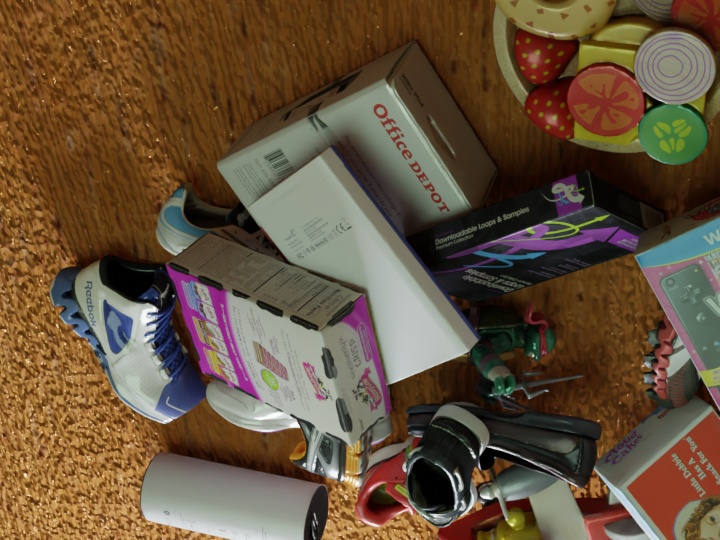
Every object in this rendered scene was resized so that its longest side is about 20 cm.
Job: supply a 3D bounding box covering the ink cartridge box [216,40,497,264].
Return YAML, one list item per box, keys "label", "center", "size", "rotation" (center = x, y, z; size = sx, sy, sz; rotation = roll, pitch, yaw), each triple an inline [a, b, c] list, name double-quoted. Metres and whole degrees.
- label: "ink cartridge box"
  center: [-0.002, -0.090, 1.208]
  size: [0.199, 0.083, 0.147]
  rotation: [-21, 113, 34]

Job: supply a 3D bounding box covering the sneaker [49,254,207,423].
- label: "sneaker"
  center: [-0.221, 0.061, 1.412]
  size: [0.115, 0.081, 0.200]
  rotation: [-29, 107, 38]

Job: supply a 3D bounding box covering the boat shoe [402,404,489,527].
- label: "boat shoe"
  center: [0.069, 0.193, 1.261]
  size: [0.075, 0.060, 0.200]
  rotation: [28, 149, 18]

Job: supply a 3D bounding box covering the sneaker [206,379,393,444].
- label: "sneaker"
  center: [-0.061, 0.117, 1.401]
  size: [0.199, 0.075, 0.100]
  rotation: [5, 112, 15]

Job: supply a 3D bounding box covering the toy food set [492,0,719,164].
- label: "toy food set"
  center: [0.194, -0.174, 1.036]
  size: [0.197, 0.049, 0.201]
  rotation: [10, 127, 18]

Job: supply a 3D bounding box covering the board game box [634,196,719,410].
- label: "board game box"
  center: [0.329, 0.034, 1.086]
  size: [0.147, 0.064, 0.201]
  rotation: [-27, 99, 24]

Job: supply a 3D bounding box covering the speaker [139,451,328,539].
- label: "speaker"
  center: [-0.138, 0.258, 1.515]
  size: [0.199, 0.081, 0.082]
  rotation: [8, 126, 18]

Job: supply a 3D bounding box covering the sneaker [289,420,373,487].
- label: "sneaker"
  center: [-0.028, 0.113, 1.310]
  size: [0.077, 0.078, 0.201]
  rotation: [6, 108, 11]

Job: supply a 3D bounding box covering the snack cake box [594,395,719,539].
- label: "snack cake box"
  center: [0.321, 0.223, 1.266]
  size: [0.115, 0.067, 0.200]
  rotation: [-40, 106, -2]

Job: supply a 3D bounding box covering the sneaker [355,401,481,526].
- label: "sneaker"
  center: [0.067, 0.205, 1.386]
  size: [0.077, 0.085, 0.200]
  rotation: [40, 130, -9]

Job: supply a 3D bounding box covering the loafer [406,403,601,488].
- label: "loafer"
  center: [0.124, 0.160, 1.263]
  size: [0.199, 0.063, 0.072]
  rotation: [1, 167, 35]

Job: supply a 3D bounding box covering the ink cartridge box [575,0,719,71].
- label: "ink cartridge box"
  center: [0.231, -0.248, 1.024]
  size: [0.197, 0.047, 0.201]
  rotation: [22, 127, 10]

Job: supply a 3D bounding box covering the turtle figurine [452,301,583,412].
- label: "turtle figurine"
  center: [0.108, 0.081, 1.278]
  size: [0.199, 0.101, 0.150]
  rotation: [-1, 165, 11]

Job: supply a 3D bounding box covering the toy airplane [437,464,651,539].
- label: "toy airplane"
  center: [0.190, 0.266, 1.338]
  size: [0.200, 0.141, 0.200]
  rotation: [32, 123, 5]

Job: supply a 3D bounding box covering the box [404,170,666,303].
- label: "box"
  center: [0.142, -0.023, 1.171]
  size: [0.199, 0.036, 0.143]
  rotation: [-19, 159, 34]

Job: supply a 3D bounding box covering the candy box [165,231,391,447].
- label: "candy box"
  center: [-0.073, 0.058, 1.228]
  size: [0.200, 0.061, 0.137]
  rotation: [22, 139, 38]

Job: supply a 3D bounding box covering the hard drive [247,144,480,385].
- label: "hard drive"
  center: [0.000, 0.000, 1.163]
  size: [0.200, 0.025, 0.132]
  rotation: [52, 145, -7]

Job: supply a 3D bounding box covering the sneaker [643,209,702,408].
- label: "sneaker"
  center: [0.302, 0.046, 1.181]
  size: [0.097, 0.071, 0.201]
  rotation: [15, 126, 16]

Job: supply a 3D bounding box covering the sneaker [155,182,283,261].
- label: "sneaker"
  center: [-0.101, -0.017, 1.314]
  size: [0.199, 0.072, 0.073]
  rotation: [26, 122, 0]
